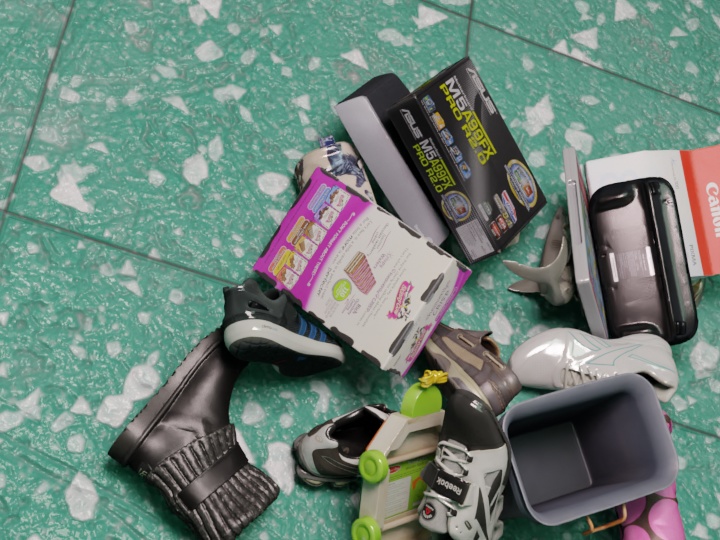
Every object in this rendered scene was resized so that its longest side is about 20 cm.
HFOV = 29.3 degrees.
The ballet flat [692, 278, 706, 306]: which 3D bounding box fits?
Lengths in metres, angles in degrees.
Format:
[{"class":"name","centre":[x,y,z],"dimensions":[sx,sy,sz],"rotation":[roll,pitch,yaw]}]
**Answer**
[{"class":"ballet flat","centre":[0.391,0.031,1.696],"dimensions":[0.067,0.064,0.200],"rotation":[42,54,0]}]

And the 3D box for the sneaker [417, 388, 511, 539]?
[{"class":"sneaker","centre":[0.097,0.215,1.358],"dimensions":[0.088,0.202,0.074],"rotation":[-28,35,-37]}]

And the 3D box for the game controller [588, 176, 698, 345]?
[{"class":"game controller","centre":[0.333,-0.008,1.621],"dimensions":[0.103,0.042,0.202],"rotation":[-11,82,17]}]

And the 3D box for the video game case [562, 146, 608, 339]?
[{"class":"video game case","centre":[0.266,-0.025,1.624],"dimensions":[0.017,0.143,0.201],"rotation":[-10,51,14]}]

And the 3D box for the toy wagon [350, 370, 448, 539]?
[{"class":"toy wagon","centre":[0.055,0.195,1.393],"dimensions":[0.154,0.039,0.202],"rotation":[-6,106,-49]}]

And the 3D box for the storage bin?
[{"class":"storage bin","centre":[0.214,0.207,1.451],"dimensions":[0.198,0.134,0.147],"rotation":[-12,78,-28]}]

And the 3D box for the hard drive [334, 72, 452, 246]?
[{"class":"hard drive","centre":[0.057,-0.130,1.596],"dimensions":[0.201,0.042,0.135],"rotation":[58,32,-8]}]

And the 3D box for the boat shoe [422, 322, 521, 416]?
[{"class":"boat shoe","centre":[0.119,0.103,1.476],"dimensions":[0.073,0.200,0.075],"rotation":[-26,118,-5]}]

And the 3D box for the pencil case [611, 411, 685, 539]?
[{"class":"pencil case","centre":[0.316,0.255,1.526],"dimensions":[0.090,0.094,0.202],"rotation":[-11,58,21]}]

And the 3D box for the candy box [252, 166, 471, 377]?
[{"class":"candy box","centre":[0.000,0.000,1.457],"dimensions":[0.199,0.061,0.137],"rotation":[36,95,29]}]

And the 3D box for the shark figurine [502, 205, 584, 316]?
[{"class":"shark figurine","centre":[0.212,0.010,1.610],"dimensions":[0.214,0.089,0.129],"rotation":[-46,128,-70]}]

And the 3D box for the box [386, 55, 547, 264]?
[{"class":"box","centre":[0.125,-0.128,1.570],"dimensions":[0.201,0.044,0.160],"rotation":[61,36,-8]}]

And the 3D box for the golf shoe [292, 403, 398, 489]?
[{"class":"golf shoe","centre":[0.031,0.180,1.434],"dimensions":[0.198,0.095,0.078],"rotation":[-7,64,-29]}]

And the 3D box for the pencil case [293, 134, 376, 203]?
[{"class":"pencil case","centre":[-0.007,-0.052,1.551],"dimensions":[0.078,0.089,0.201],"rotation":[19,45,-59]}]

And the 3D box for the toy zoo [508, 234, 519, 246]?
[{"class":"toy zoo","centre":[0.131,-0.139,1.641],"dimensions":[0.200,0.020,0.132],"rotation":[44,41,-28]}]

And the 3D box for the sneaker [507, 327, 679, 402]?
[{"class":"sneaker","centre":[0.266,0.112,1.559],"dimensions":[0.198,0.071,0.080],"rotation":[-1,31,-5]}]

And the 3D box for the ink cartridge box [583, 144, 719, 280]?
[{"class":"ink cartridge box","centre":[0.381,-0.068,1.659],"dimensions":[0.198,0.047,0.162],"rotation":[-10,80,8]}]

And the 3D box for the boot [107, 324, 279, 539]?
[{"class":"boot","centre":[-0.134,0.165,1.378],"dimensions":[0.157,0.080,0.211],"rotation":[38,59,3]}]

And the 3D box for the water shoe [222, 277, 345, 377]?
[{"class":"water shoe","centre":[-0.074,0.057,1.412],"dimensions":[0.200,0.071,0.080],"rotation":[30,47,-63]}]
